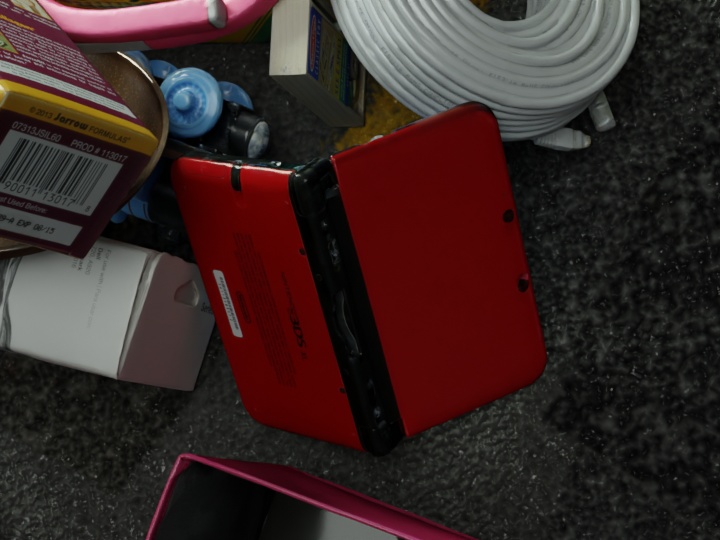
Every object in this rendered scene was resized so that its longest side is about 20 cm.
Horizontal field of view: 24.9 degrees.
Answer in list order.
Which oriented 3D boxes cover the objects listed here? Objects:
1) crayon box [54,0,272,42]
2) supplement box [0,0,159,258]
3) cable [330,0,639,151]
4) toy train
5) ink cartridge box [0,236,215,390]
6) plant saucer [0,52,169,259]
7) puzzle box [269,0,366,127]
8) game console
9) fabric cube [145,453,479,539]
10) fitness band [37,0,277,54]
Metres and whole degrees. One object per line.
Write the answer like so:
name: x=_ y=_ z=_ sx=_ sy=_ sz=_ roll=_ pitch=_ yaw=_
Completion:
crayon box: x=-0.132 y=-0.194 z=1.076 sx=0.200 sy=0.119 sz=0.058 roll=2 pitch=82 yaw=14
supplement box: x=-0.218 y=-0.106 z=0.909 sx=0.086 sy=0.110 sz=0.200 roll=-54 pitch=52 yaw=15
cable: x=0.077 y=-0.176 z=1.002 sx=0.200 sy=0.069 sz=0.200 roll=-1 pitch=74 yaw=-28
toy train: x=-0.160 y=-0.090 z=1.086 sx=0.200 sy=0.087 sz=0.114 roll=20 pitch=93 yaw=16
ink cartridge box: x=-0.206 y=0.013 z=1.046 sx=0.200 sy=0.146 sz=0.084 roll=14 pitch=87 yaw=16
plant saucer: x=-0.215 y=-0.071 z=0.991 sx=0.200 sy=0.037 sz=0.201 roll=-2 pitch=46 yaw=2
puzzle box: x=-0.021 y=-0.204 z=1.043 sx=0.025 sy=0.133 sz=0.200 roll=0 pitch=82 yaw=16
game console: x=0.000 y=0.000 z=1.008 sx=0.172 sy=0.119 sz=0.200 roll=10 pitch=126 yaw=39
fabric cube: x=-0.021 y=0.232 z=0.940 sx=0.196 sy=0.199 sz=0.200 roll=19 pitch=86 yaw=15
fitness band: x=-0.130 y=-0.208 z=0.991 sx=0.200 sy=0.037 sz=0.144 roll=-3 pitch=81 yaw=17
